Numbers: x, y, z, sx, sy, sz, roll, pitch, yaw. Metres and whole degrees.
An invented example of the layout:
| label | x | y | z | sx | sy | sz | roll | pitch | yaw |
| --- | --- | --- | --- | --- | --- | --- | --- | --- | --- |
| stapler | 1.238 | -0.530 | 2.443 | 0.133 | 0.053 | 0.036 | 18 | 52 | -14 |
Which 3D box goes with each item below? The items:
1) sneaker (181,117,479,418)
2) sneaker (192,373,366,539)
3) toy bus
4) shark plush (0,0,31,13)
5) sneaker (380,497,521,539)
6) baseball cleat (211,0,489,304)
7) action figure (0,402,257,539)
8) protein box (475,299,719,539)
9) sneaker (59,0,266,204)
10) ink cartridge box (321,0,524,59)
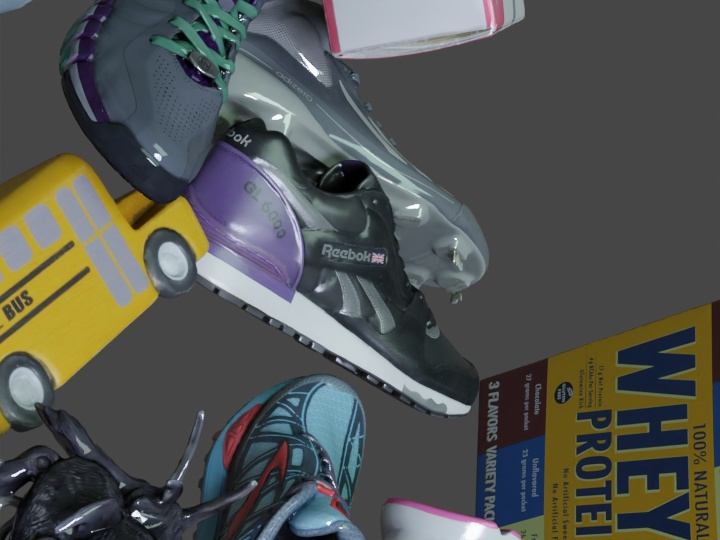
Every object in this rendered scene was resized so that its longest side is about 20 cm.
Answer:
| label | x | y | z | sx | sy | sz | roll | pitch | yaw |
| --- | --- | --- | --- | --- | --- | --- | --- | --- | --- |
| sneaker | 0.000 | 0.000 | 1.017 | 0.200 | 0.076 | 0.088 | 32 | 87 | -39 |
| sneaker | -0.025 | 0.121 | 0.941 | 0.079 | 0.095 | 0.201 | 48 | 43 | -24 |
| toy bus | -0.144 | 0.017 | 0.871 | 0.079 | 0.065 | 0.200 | 58 | 39 | -11 |
| shark plush | -0.109 | -0.157 | 0.917 | 0.198 | 0.083 | 0.092 | 2 | 76 | -8 |
| sneaker | 0.029 | 0.181 | 0.952 | 0.201 | 0.081 | 0.089 | 76 | 30 | -55 |
| baseball cleat | -0.003 | -0.069 | 1.079 | 0.200 | 0.069 | 0.107 | 36 | 49 | -37 |
| action figure | -0.131 | 0.127 | 0.777 | 0.199 | 0.102 | 0.119 | -29 | 69 | -22 |
| protein box | 0.196 | 0.127 | 1.124 | 0.199 | 0.198 | 0.136 | 30 | 52 | -39 |
| sneaker | -0.076 | -0.111 | 0.943 | 0.074 | 0.087 | 0.201 | 42 | 22 | -27 |
| ink cartridge box | 0.027 | -0.185 | 1.075 | 0.200 | 0.082 | 0.148 | -46 | 127 | -79 |
